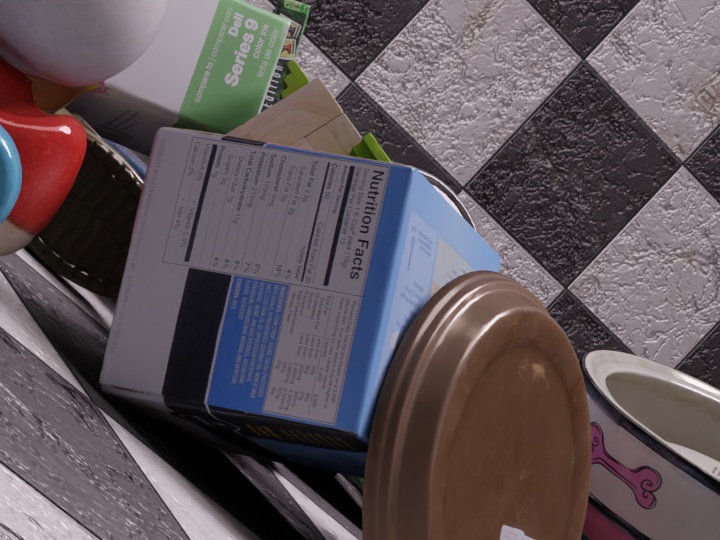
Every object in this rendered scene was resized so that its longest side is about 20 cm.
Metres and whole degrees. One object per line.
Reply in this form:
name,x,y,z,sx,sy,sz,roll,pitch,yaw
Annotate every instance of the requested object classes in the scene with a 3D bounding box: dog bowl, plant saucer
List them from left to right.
plant saucer,0.062,0.100,1.312,0.029,0.200,0.200,5,-20,29
dog bowl,0.191,0.125,1.505,0.200,0.074,0.200,27,13,-7

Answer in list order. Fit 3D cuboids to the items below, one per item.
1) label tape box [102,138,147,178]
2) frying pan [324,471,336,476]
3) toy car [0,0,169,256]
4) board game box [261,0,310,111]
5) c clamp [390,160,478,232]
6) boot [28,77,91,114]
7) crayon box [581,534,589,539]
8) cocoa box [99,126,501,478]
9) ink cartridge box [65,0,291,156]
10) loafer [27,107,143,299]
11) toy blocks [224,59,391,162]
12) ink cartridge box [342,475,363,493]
label tape box,-0.182,-0.063,1.762,0.200,0.066,0.143,42,1,38
frying pan,-0.067,0.073,1.607,0.115,0.031,0.190,45,-8,11
toy car,-0.167,-0.128,1.279,0.177,0.200,0.184,43,1,-3
board game box,-0.075,-0.058,1.665,0.023,0.200,0.105,17,-15,-6
c clamp,0.000,0.000,1.612,0.200,0.027,0.171,8,55,-38
boot,-0.222,-0.151,1.417,0.200,0.074,0.155,23,-18,-10
crayon box,0.133,0.195,1.543,0.058,0.119,0.200,18,16,-36
cocoa box,-0.023,0.024,1.346,0.131,0.134,0.200,9,-10,17
ink cartridge box,-0.159,-0.136,1.605,0.200,0.088,0.145,20,-8,-14
loafer,-0.181,-0.063,1.537,0.200,0.076,0.067,43,7,-3
toy blocks,-0.038,-0.003,1.499,0.200,0.137,0.100,56,-11,14
ink cartridge box,-0.003,0.078,1.746,0.146,0.084,0.200,49,-6,-33
